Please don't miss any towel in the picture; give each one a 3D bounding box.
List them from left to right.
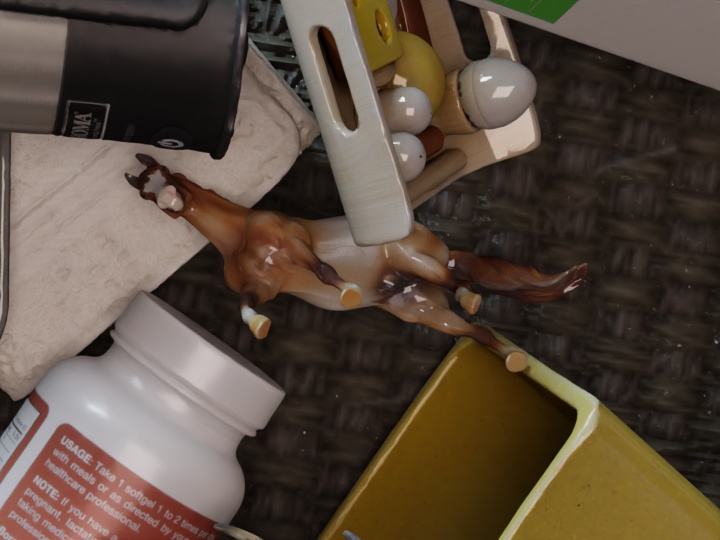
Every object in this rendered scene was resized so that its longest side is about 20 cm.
[{"bbox_3d":[-0.129,-0.050,1.278,0.200,0.034,0.133,-39,97,-1],"label":"towel"}]

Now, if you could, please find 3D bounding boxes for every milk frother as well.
[{"bbox_3d":[-0.141,-0.167,1.185,0.187,0.181,0.201,5,58,-10],"label":"milk frother"}]

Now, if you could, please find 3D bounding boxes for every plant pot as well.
[{"bbox_3d":[0.099,0.172,1.252,0.200,0.194,0.196,35,90,-17],"label":"plant pot"}]

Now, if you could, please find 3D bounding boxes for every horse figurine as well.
[{"bbox_3d":[0.000,0.000,1.238,0.199,0.133,0.050,6,109,-25],"label":"horse figurine"}]

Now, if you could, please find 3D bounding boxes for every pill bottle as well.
[{"bbox_3d":[-0.125,0.114,1.252,0.112,0.112,0.200,36,90,-8],"label":"pill bottle"}]

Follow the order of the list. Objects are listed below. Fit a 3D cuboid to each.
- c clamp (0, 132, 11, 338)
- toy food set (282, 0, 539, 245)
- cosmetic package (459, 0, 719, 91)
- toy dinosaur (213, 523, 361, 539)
[{"bbox_3d":[-0.244,-0.020,1.239,0.170,0.027,0.201,6,86,3],"label":"c clamp"},{"bbox_3d":[0.026,-0.103,1.211,0.060,0.200,0.144,-15,98,21],"label":"toy food set"},{"bbox_3d":[0.142,-0.156,1.220,0.199,0.108,0.085,15,49,-30],"label":"cosmetic package"},{"bbox_3d":[-0.088,0.160,1.173,0.199,0.086,0.136,17,84,3],"label":"toy dinosaur"}]
